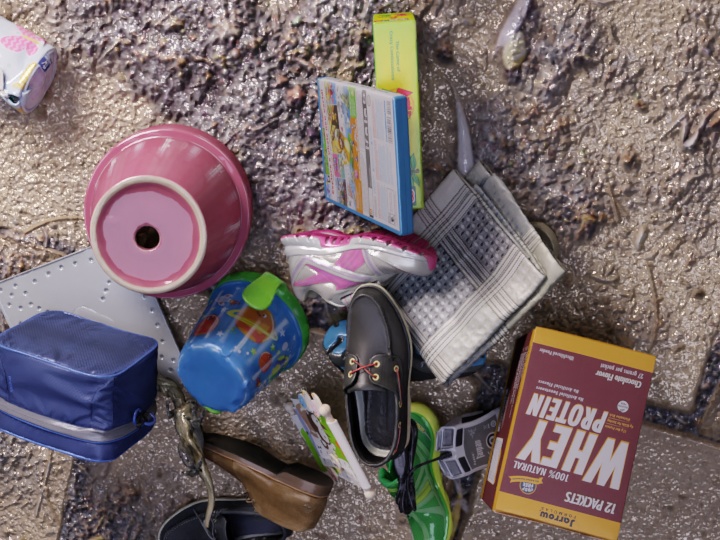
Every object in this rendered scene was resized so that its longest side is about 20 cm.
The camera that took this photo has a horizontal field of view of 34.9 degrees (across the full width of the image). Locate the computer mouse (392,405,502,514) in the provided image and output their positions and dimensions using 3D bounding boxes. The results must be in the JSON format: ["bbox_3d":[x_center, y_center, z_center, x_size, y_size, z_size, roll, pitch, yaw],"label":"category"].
[{"bbox_3d":[0.122,0.214,1.380,0.197,0.044,0.112,-12,94,-25],"label":"computer mouse"}]

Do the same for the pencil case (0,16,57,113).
[{"bbox_3d":[-0.450,-0.260,1.323,0.198,0.091,0.083,30,149,0],"label":"pencil case"}]

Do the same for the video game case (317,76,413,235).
[{"bbox_3d":[0.003,-0.130,1.253,0.018,0.200,0.146,-11,109,-23],"label":"video game case"}]

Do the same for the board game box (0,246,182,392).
[{"bbox_3d":[-0.336,0.074,1.443,0.197,0.026,0.203,-19,104,13],"label":"board game box"}]

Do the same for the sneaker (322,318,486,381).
[{"bbox_3d":[0.057,0.099,1.362,0.197,0.074,0.082,4,147,21],"label":"sneaker"}]

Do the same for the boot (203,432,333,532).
[{"bbox_3d":[-0.134,0.262,1.429,0.198,0.073,0.077,22,101,18],"label":"boot"}]

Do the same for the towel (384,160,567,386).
[{"bbox_3d":[0.113,-0.003,1.294,0.200,0.034,0.194,-46,52,17],"label":"towel"}]

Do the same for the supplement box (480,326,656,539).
[{"bbox_3d":[0.225,0.180,1.273,0.131,0.200,0.201,14,84,3],"label":"supplement box"}]

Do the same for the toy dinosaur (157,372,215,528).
[{"bbox_3d":[-0.205,0.212,1.388,0.047,0.088,0.203,-16,83,-14],"label":"toy dinosaur"}]

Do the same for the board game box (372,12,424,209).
[{"bbox_3d":[0.042,-0.178,1.271,0.047,0.102,0.204,-3,107,1],"label":"board game box"}]

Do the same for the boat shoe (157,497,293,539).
[{"bbox_3d":[-0.175,0.337,1.483,0.197,0.062,0.076,-11,107,13],"label":"boat shoe"}]

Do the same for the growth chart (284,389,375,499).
[{"bbox_3d":[-0.040,0.206,1.372,0.018,0.200,0.146,-32,97,-17],"label":"growth chart"}]

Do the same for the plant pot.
[{"bbox_3d":[-0.224,-0.057,1.293,0.196,0.179,0.204,0,102,-1],"label":"plant pot"}]

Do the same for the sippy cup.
[{"bbox_3d":[-0.146,0.092,1.347,0.138,0.131,0.180,2,122,26],"label":"sippy cup"}]

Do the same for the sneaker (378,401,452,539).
[{"bbox_3d":[0.061,0.264,1.411,0.082,0.074,0.204,-13,99,-26],"label":"sneaker"}]

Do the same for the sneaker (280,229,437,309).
[{"bbox_3d":[0.000,0.000,1.323,0.197,0.081,0.090,2,99,33],"label":"sneaker"}]

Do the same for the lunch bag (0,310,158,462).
[{"bbox_3d":[-0.333,0.146,1.369,0.197,0.136,0.134,15,112,19],"label":"lunch bag"}]

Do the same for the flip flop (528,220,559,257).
[{"bbox_3d":[0.145,0.015,1.337,0.199,0.058,0.082,-33,100,23],"label":"flip flop"}]

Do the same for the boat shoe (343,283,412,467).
[{"bbox_3d":[0.017,0.118,1.279,0.072,0.063,0.205,-1,101,22],"label":"boat shoe"}]
